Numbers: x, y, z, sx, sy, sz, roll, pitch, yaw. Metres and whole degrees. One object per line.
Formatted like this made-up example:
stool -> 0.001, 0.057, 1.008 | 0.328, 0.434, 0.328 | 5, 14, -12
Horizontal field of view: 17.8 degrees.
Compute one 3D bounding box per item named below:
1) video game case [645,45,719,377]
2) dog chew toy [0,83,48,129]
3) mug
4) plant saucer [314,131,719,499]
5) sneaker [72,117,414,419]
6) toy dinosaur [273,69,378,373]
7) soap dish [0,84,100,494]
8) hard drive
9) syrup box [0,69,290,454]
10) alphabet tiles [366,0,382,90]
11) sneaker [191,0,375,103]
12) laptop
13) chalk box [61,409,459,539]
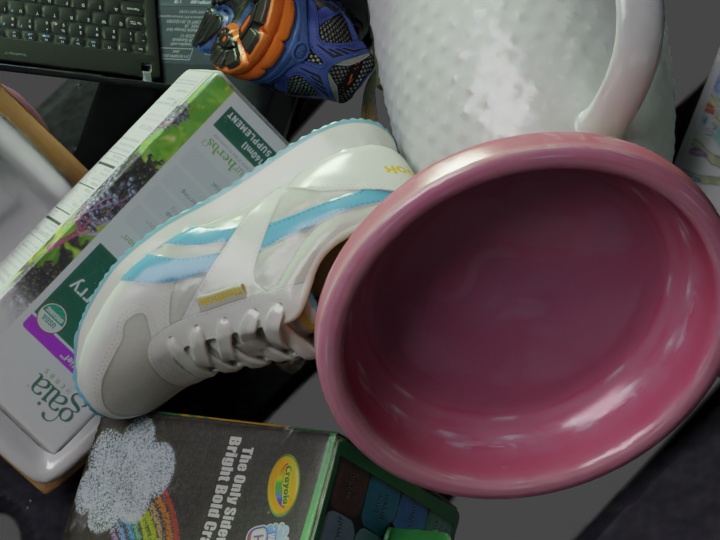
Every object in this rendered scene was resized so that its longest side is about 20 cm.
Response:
video game case -> 0.230, -0.036, 1.104 | 0.182, 0.022, 0.201 | 14, 78, 39
dog chew toy -> -0.270, -0.074, 1.360 | 0.124, 0.200, 0.125 | -15, 61, 29
mug -> 0.093, -0.099, 1.128 | 0.200, 0.147, 0.176 | 125, 142, -55
plant saucer -> 0.075, 0.016, 1.068 | 0.200, 0.200, 0.051 | -37, 34, 15
sneaker -> -0.055, 0.012, 1.113 | 0.200, 0.076, 0.081 | -37, 51, 10
toy dinosaur -> 0.000, 0.000, 1.220 | 0.101, 0.058, 0.201 | -7, 89, 34
soap dish -> -0.190, 0.005, 1.280 | 0.157, 0.200, 0.081 | -41, 17, 12
hard drive -> -0.094, -0.119, 1.366 | 0.139, 0.033, 0.201 | 7, 72, 37
syrup box -> -0.123, -0.007, 1.193 | 0.200, 0.079, 0.081 | -47, 16, -7
alphabet tiles -> 0.086, -0.207, 1.296 | 0.199, 0.008, 0.168 | -22, 56, 26
sneaker -> -0.040, -0.128, 1.240 | 0.076, 0.078, 0.200 | -58, 16, 14
laptop -> -0.187, -0.164, 1.302 | 0.103, 0.176, 0.201 | 125, 145, -53
chalk box -> -0.036, 0.152, 1.138 | 0.199, 0.124, 0.125 | 5, 70, 36
